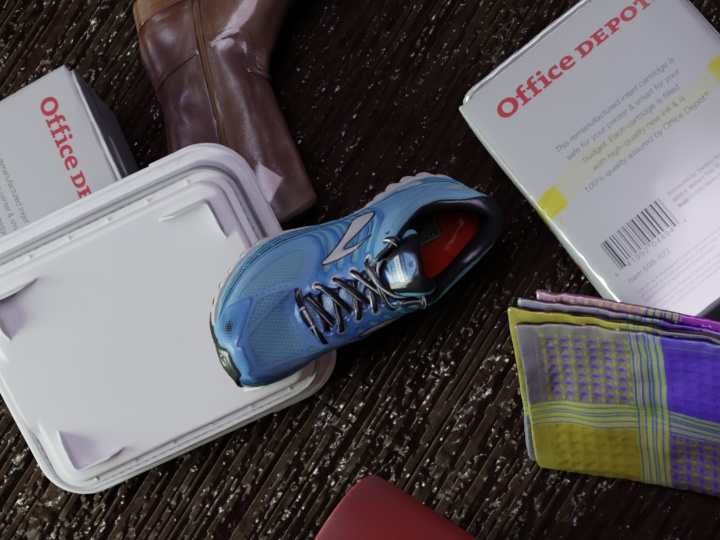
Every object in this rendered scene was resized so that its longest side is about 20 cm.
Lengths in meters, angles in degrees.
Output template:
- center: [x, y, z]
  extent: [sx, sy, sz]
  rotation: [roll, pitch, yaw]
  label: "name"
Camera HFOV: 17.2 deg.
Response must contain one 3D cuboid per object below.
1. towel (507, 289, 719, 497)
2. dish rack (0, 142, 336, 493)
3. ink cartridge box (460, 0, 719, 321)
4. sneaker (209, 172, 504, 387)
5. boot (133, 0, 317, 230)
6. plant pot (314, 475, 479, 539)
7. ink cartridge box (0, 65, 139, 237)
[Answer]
- center: [0.181, 0.079, 1.317]
  extent: [0.199, 0.144, 0.023]
  rotation: [11, 48, 17]
  label: "towel"
- center: [-0.130, 0.036, 1.428]
  extent: [0.199, 0.044, 0.172]
  rotation: [-25, 104, 5]
  label: "dish rack"
- center: [0.177, -0.058, 1.389]
  extent: [0.145, 0.083, 0.200]
  rotation: [-38, 64, 2]
  label: "ink cartridge box"
- center: [0.000, 0.000, 1.387]
  extent: [0.200, 0.090, 0.079]
  rotation: [-34, 105, -22]
  label: "sneaker"
- center: [-0.050, -0.114, 1.501]
  extent: [0.186, 0.064, 0.201]
  rotation: [-26, 61, 22]
  label: "boot"
- center: [0.045, 0.235, 1.281]
  extent: [0.177, 0.200, 0.201]
  rotation: [24, 79, 13]
  label: "plant pot"
- center: [-0.229, -0.013, 1.510]
  extent: [0.199, 0.084, 0.145]
  rotation: [-29, 66, 6]
  label: "ink cartridge box"
